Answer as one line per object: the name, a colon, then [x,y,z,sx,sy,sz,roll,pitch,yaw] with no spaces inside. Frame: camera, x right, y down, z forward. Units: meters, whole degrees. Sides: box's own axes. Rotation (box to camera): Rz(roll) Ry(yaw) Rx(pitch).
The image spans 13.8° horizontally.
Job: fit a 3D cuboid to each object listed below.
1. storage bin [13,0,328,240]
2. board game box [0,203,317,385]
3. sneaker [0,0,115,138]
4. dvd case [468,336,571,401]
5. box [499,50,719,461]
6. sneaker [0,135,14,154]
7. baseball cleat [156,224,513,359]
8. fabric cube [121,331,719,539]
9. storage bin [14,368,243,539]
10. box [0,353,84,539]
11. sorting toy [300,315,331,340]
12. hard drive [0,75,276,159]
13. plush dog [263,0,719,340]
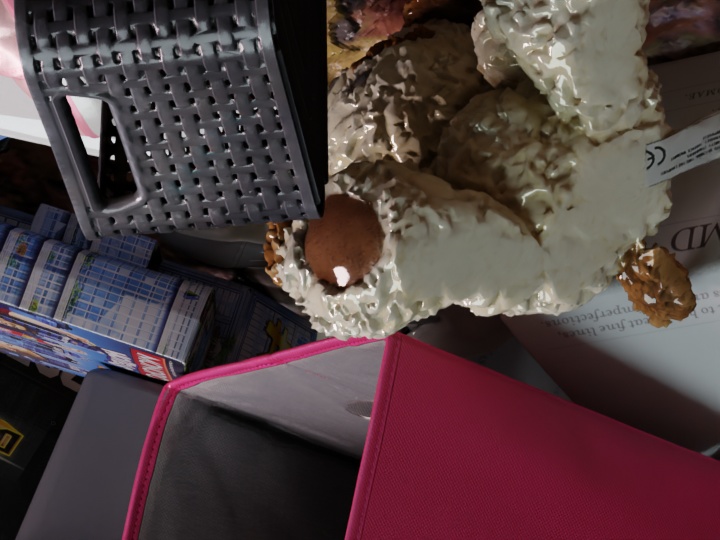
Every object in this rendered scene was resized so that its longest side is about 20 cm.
storage bin: [-0.067,-0.125,1.121,0.094,0.200,0.135,-5,144,7]
board game box: [-0.120,0.016,1.415,0.199,0.062,0.200,17,171,0]
sneaker: [-0.180,-0.123,1.206,0.105,0.075,0.200,-33,95,10]
dvd case: [0.115,0.096,1.459,0.200,0.143,0.018,19,162,-10]
box: [0.198,0.006,1.304,0.199,0.131,0.200,-11,140,31]
sneaker: [-0.160,-0.096,1.336,0.200,0.111,0.077,-29,95,6]
baseball cleat: [0.000,0.000,1.407,0.200,0.070,0.107,3,130,15]
fabric cube: [0.022,0.156,1.283,0.199,0.197,0.200,20,162,-29]
storage bin: [-0.087,0.135,1.436,0.145,0.135,0.200,16,171,16]
box: [-0.228,0.070,1.520,0.200,0.160,0.049,30,143,-23]
sorting toy: [-0.020,0.090,1.547,0.200,0.107,0.180,6,137,21]
hard drive: [-0.121,-0.118,1.255,0.200,0.026,0.132,12,105,0]
plush dog: [0.045,-0.049,1.217,0.160,0.200,0.172,38,175,-36]
